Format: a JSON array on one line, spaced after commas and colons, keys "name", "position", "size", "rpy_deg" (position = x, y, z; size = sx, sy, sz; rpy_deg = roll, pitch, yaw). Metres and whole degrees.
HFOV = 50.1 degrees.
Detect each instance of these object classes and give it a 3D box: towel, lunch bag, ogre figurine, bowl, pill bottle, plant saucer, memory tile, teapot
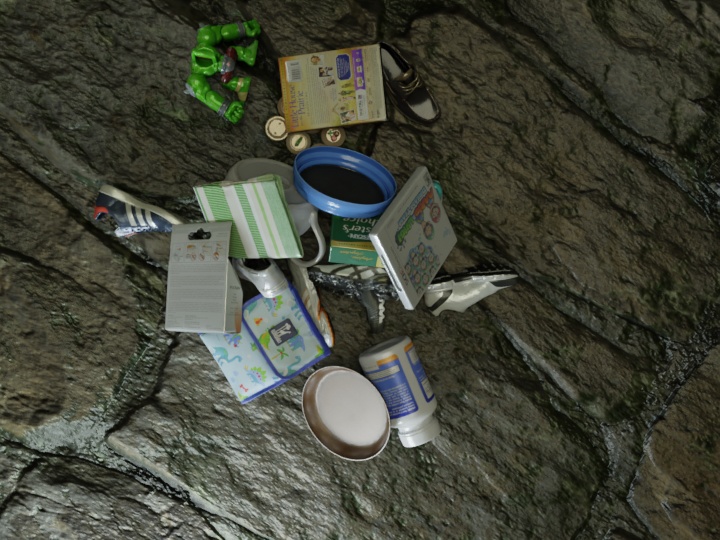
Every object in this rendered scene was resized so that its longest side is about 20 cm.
[{"name": "towel", "position": [-0.199, -0.092, 1.359], "size": [0.200, 0.023, 0.153], "rpy_deg": [-1, 116, 36]}, {"name": "lunch bag", "position": [-0.178, 0.131, 1.468], "size": [0.200, 0.127, 0.170], "rpy_deg": [-29, 95, 15]}, {"name": "ogre figurine", "position": [-0.266, -0.395, 1.478], "size": [0.120, 0.098, 0.200], "rpy_deg": [13, 103, -16]}, {"name": "bowl", "position": [-0.031, -0.167, 1.457], "size": [0.200, 0.201, 0.039], "rpy_deg": [16, 126, -4]}, {"name": "pill bottle", "position": [0.083, 0.239, 1.516], "size": [0.112, 0.112, 0.200], "rpy_deg": [-23, 94, -3]}, {"name": "plant saucer", "position": [-0.024, 0.275, 1.507], "size": [0.200, 0.032, 0.200], "rpy_deg": [9, 110, 28]}, {"name": "memory tile", "position": [-0.083, -0.317, 1.531], "size": [0.153, 0.017, 0.200], "rpy_deg": [34, 90, -4]}, {"name": "teapot", "position": [-0.176, -0.109, 1.467], "size": [0.197, 0.200, 0.146], "rpy_deg": [6, 125, -24]}]

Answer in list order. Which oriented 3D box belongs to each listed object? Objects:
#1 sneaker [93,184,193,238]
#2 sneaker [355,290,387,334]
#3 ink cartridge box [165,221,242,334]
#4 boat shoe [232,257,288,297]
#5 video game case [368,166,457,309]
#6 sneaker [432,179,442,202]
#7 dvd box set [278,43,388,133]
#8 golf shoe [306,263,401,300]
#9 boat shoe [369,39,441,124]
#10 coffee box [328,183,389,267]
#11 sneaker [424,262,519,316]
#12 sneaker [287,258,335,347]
[{"name": "sneaker", "position": [-0.422, -0.092, 1.492], "size": [0.200, 0.075, 0.085], "rpy_deg": [23, 89, 6]}, {"name": "sneaker", "position": [0.002, 0.029, 1.528], "size": [0.090, 0.066, 0.200], "rpy_deg": [-7, 89, -1]}, {"name": "ink cartridge box", "position": [-0.287, 0.015, 1.418], "size": [0.162, 0.050, 0.200], "rpy_deg": [0, 82, 35]}, {"name": "boat shoe", "position": [-0.199, -0.013, 1.445], "size": [0.072, 0.200, 0.069], "rpy_deg": [-27, 121, -10]}, {"name": "video game case", "position": [0.103, -0.061, 1.422], "size": [0.200, 0.024, 0.182], "rpy_deg": [-54, 131, -35]}, {"name": "sneaker", "position": [0.106, -0.088, 1.520], "size": [0.077, 0.080, 0.200], "rpy_deg": [22, 91, -4]}, {"name": "dvd box set", "position": [-0.053, -0.348, 1.484], "size": [0.200, 0.029, 0.147], "rpy_deg": [-6, 93, 10]}, {"name": "golf shoe", "position": [0.000, 0.000, 1.469], "size": [0.200, 0.078, 0.095], "rpy_deg": [7, 65, -1]}, {"name": "boat shoe", "position": [0.082, -0.367, 1.511], "size": [0.074, 0.073, 0.200], "rpy_deg": [-45, 94, -1]}, {"name": "coffee box", "position": [0.004, -0.091, 1.467], "size": [0.123, 0.200, 0.044], "rpy_deg": [8, 134, -4]}, {"name": "sneaker", "position": [0.221, 0.038, 1.546], "size": [0.200, 0.074, 0.080], "rpy_deg": [-10, 107, 1]}, {"name": "sneaker", "position": [-0.120, 0.068, 1.517], "size": [0.092, 0.076, 0.200], "rpy_deg": [-19, 92, 2]}]
